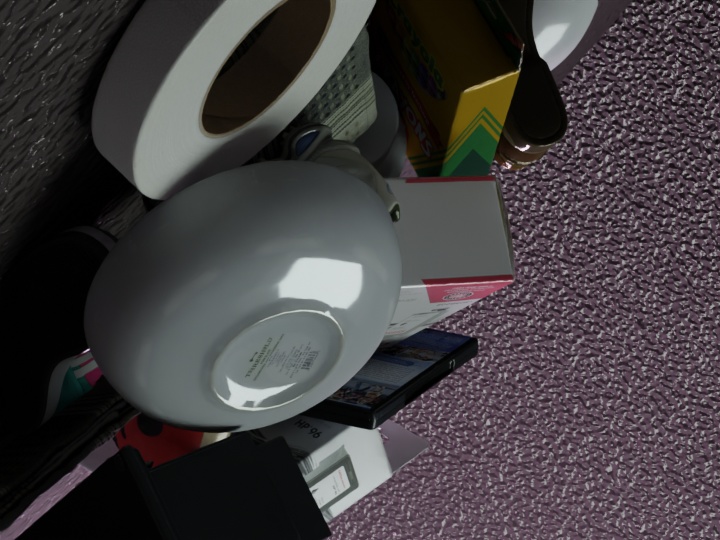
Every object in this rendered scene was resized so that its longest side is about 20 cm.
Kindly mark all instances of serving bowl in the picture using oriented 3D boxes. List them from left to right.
[{"bbox_3d":[-0.060,0.031,1.057,0.199,0.066,0.201,-18,141,-15],"label":"serving bowl"}]

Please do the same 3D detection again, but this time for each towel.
[{"bbox_3d":[-0.245,0.142,1.226,0.192,0.035,0.200,-39,-166,-31],"label":"towel"},{"bbox_3d":[-0.067,-0.098,1.143,0.200,0.034,0.193,-44,154,-21],"label":"towel"}]

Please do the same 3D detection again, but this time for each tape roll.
[{"bbox_3d":[-0.063,-0.126,0.980,0.203,0.037,0.203,-44,165,-15],"label":"tape roll"}]

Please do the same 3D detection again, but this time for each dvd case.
[{"bbox_3d":[-0.010,0.074,1.384,0.200,0.142,0.018,-28,124,-60],"label":"dvd case"}]

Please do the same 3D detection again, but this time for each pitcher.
[{"bbox_3d":[0.089,-0.202,1.461,0.199,0.122,0.172,-36,160,3],"label":"pitcher"}]

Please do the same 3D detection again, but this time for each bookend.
[{"bbox_3d":[-0.097,0.157,1.135,0.198,0.093,0.200,-20,167,-39],"label":"bookend"}]

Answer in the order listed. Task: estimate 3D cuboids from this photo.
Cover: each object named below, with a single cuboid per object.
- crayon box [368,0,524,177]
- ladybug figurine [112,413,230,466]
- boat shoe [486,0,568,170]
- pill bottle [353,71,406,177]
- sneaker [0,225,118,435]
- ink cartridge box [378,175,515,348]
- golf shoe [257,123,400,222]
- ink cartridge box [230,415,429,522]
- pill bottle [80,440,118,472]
[{"bbox_3d":[0.056,-0.152,1.289,0.051,0.127,0.200,-22,158,-15],"label":"crayon box"},{"bbox_3d":[-0.144,0.064,1.309,0.072,0.201,0.135,15,153,-40],"label":"ladybug figurine"},{"bbox_3d":[0.095,-0.174,1.347,0.071,0.201,0.068,-6,165,-23],"label":"boat shoe"},{"bbox_3d":[-0.024,-0.084,1.355,0.111,0.111,0.200,-45,175,-15],"label":"pill bottle"},{"bbox_3d":[-0.166,0.018,1.140,0.121,0.084,0.200,-42,174,-42],"label":"sneaker"},{"bbox_3d":[0.000,0.000,1.298,0.146,0.083,0.200,-4,165,-27],"label":"ink cartridge box"},{"bbox_3d":[-0.055,0.006,1.143,0.201,0.097,0.078,-55,158,5],"label":"golf shoe"},{"bbox_3d":[-0.059,0.144,1.358,0.199,0.068,0.116,-33,-147,-24],"label":"ink cartridge box"},{"bbox_3d":[-0.173,0.097,1.532,0.111,0.111,0.200,-48,175,22],"label":"pill bottle"}]
